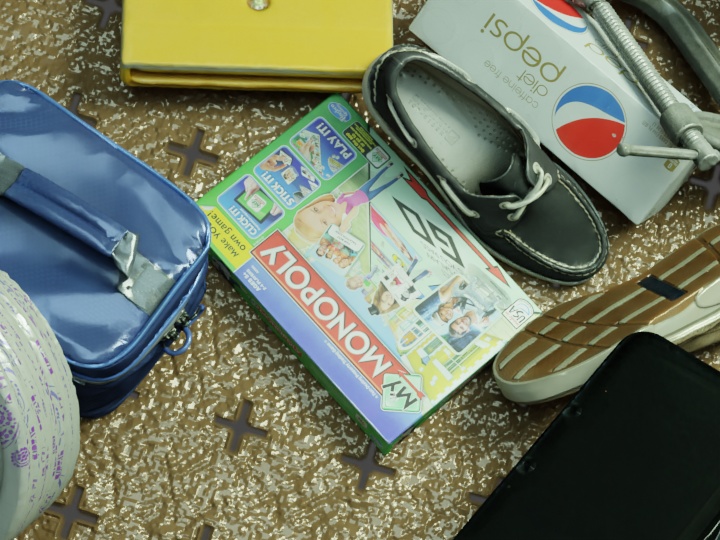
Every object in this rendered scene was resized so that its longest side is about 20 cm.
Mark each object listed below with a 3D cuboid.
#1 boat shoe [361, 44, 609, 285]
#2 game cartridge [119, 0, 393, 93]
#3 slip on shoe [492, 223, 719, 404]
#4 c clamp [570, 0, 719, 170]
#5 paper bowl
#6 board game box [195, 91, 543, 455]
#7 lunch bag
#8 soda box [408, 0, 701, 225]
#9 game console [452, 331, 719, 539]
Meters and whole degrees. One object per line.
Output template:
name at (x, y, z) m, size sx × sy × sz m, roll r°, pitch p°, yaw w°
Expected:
boat shoe at (0.085, -0.066, 1.541) m, size 0.074 × 0.060 × 0.200 m, roll -44°, pitch 100°, yaw -7°
game cartridge at (-0.067, -0.208, 1.608) m, size 0.176 × 0.032 × 0.200 m, roll 2°, pitch 60°, yaw -4°
slip on shoe at (0.177, 0.040, 1.537) m, size 0.200 × 0.061 × 0.076 m, roll -30°, pitch 32°, yaw -18°
c clamp at (0.192, -0.132, 1.553) m, size 0.171 × 0.027 × 0.200 m, roll 11°, pitch 39°, yaw -37°
paper bowl at (-0.252, 0.068, 1.404) m, size 0.201 × 0.201 × 0.104 m, roll 37°, pitch 35°, yaw 8°
board game box at (0.000, 0.000, 1.554) m, size 0.135 × 0.029 × 0.200 m, roll -39°, pitch 78°, yaw -17°
lunch bag at (-0.183, -0.009, 1.487) m, size 0.200 × 0.132 × 0.136 m, roll 33°, pitch 72°, yaw 7°
soda box at (0.133, -0.123, 1.576) m, size 0.200 × 0.068 × 0.064 m, roll 42°, pitch 29°, yaw 10°
game console at (0.180, 0.167, 1.427) m, size 0.200 × 0.116 × 0.176 m, roll -47°, pitch 121°, yaw -22°
